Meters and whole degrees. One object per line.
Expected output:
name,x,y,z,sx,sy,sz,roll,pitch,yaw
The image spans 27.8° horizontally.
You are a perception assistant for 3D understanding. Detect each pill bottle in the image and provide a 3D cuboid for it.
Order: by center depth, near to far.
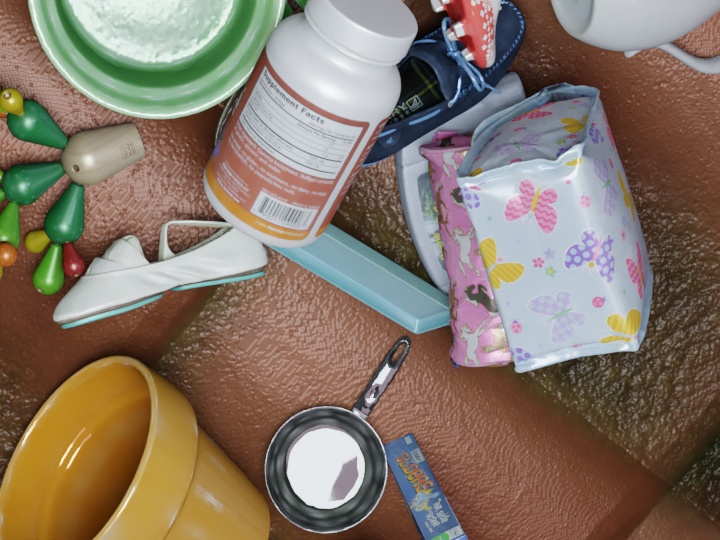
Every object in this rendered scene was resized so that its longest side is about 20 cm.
pill bottle,-0.037,-0.125,1.129,0.111,0.113,0.201,20,124,-17

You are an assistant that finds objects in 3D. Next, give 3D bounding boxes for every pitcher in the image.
pitcher,0.264,-0.234,1.241,0.198,0.121,0.173,-14,127,-19

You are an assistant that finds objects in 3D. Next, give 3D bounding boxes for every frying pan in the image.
frying pan,-0.025,0.146,1.345,0.114,0.031,0.192,11,85,-6

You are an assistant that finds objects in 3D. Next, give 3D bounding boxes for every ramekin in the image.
ramekin,-0.163,-0.229,1.152,0.198,0.098,0.202,-4,109,-11

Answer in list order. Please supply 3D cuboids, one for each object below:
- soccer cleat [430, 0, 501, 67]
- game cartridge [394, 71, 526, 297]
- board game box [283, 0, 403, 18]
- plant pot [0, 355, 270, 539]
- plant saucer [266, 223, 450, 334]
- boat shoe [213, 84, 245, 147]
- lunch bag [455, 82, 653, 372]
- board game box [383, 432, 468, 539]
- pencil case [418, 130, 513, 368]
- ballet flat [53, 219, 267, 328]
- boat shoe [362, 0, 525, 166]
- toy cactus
soccer cleat,0.093,-0.250,1.129,0.084,0.069,0.201,-23,126,-7
game cartridge,0.105,-0.062,1.301,0.132,0.041,0.202,-19,111,-1
board game box,0.018,-0.265,1.185,0.199,0.096,0.030,-39,153,2
plant pot,-0.182,0.205,1.258,0.200,0.200,0.183,-48,126,7
plant saucer,0.000,0.000,1.274,0.199,0.070,0.019,30,60,-29
boat shoe,-0.046,-0.156,1.218,0.200,0.068,0.072,-45,113,6
lunch bag,0.156,-0.040,1.142,0.126,0.200,0.171,-12,111,22
board game box,0.077,0.250,1.312,0.034,0.200,0.136,-24,113,-3
pencil case,0.102,-0.019,1.237,0.086,0.083,0.202,-2,103,28
ballet flat,-0.173,-0.006,1.232,0.198,0.069,0.070,-16,113,-29
boat shoe,0.065,-0.156,1.221,0.084,0.069,0.200,44,82,7
toy cactus,-0.258,-0.082,1.195,0.164,0.102,0.202,-23,104,-14
